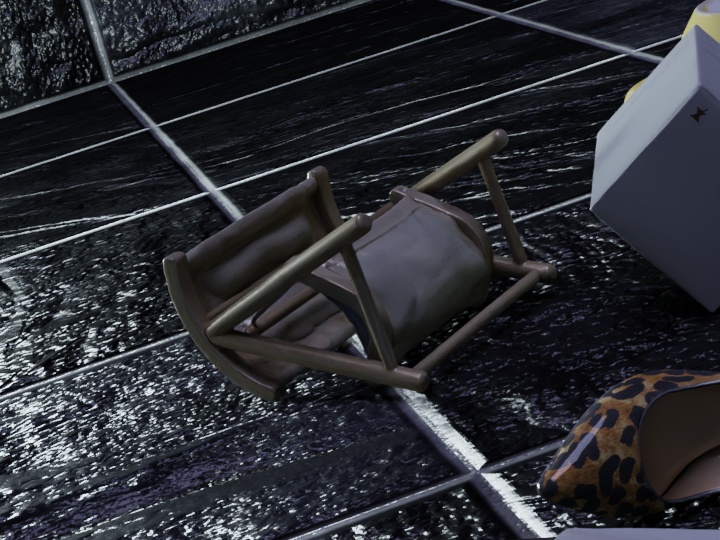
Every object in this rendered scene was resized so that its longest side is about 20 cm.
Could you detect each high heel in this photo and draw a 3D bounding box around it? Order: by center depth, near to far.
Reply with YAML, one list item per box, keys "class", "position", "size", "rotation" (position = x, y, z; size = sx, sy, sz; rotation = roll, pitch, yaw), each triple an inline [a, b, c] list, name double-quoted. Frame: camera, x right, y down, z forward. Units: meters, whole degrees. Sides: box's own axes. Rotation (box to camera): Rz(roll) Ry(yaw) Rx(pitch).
- class: "high heel"
  position: [0.200, 0.086, 1.030]
  size: [0.199, 0.072, 0.142]
  rotation: [-16, 6, -34]

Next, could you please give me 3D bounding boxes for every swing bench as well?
- class: "swing bench"
  position: [0.000, 0.000, 1.448]
  size: [0.199, 0.130, 0.199]
  rotation: [-10, 16, 40]

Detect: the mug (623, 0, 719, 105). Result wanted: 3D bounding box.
- class: "mug"
  position: [0.310, -0.135, 1.542]
  size: [0.149, 0.154, 0.186]
  rotation: [-3, 20, 38]

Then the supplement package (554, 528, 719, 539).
- class: "supplement package"
  position: [0.114, 0.192, 0.617]
  size: [0.190, 0.148, 0.200]
  rotation: [-4, 19, 37]

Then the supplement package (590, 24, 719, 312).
- class: "supplement package"
  position: [0.243, -0.077, 1.402]
  size: [0.117, 0.117, 0.200]
  rotation: [-48, 6, 19]

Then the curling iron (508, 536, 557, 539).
- class: "curling iron"
  position: [0.014, 0.159, 1.051]
  size: [0.199, 0.026, 0.050]
  rotation: [-6, -19, 21]
